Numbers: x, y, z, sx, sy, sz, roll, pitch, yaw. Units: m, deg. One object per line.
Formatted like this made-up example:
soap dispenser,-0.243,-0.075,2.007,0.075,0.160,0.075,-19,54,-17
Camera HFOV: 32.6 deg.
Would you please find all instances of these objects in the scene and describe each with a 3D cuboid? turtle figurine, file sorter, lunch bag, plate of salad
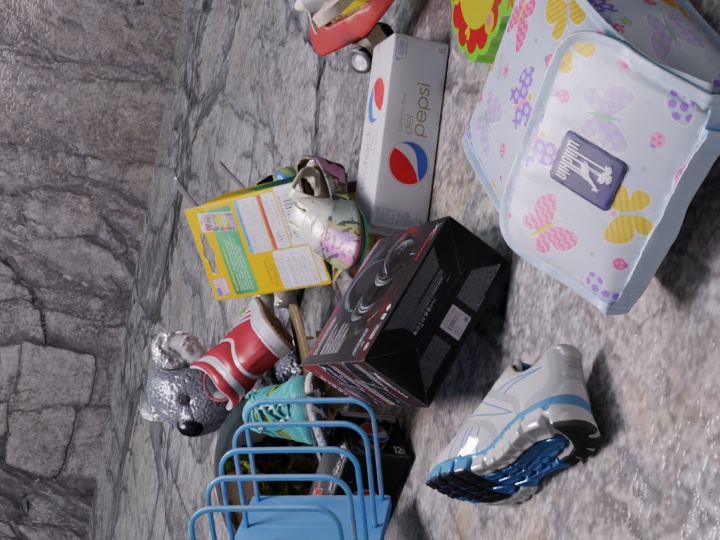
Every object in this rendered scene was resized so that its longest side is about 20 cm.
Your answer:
turtle figurine,-0.145,-0.045,1.631,0.144,0.197,0.197,-118,28,-74
file sorter,-0.057,0.209,1.079,0.200,0.137,0.124,-67,-27,-67
lunch bag,0.159,-0.096,0.816,0.201,0.126,0.171,-112,33,-45
plate of salad,-0.088,0.235,1.347,0.048,0.200,0.202,-20,56,30

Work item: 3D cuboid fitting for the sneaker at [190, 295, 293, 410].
sneaker,-0.136,0.095,1.423,0.112,0.071,0.200,-43,5,-1

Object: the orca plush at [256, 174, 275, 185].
orca plush,-0.127,-0.089,1.804,0.105,0.071,0.200,-40,0,-32

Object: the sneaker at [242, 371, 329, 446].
sneaker,-0.076,0.146,1.245,0.200,0.079,0.079,140,124,-74

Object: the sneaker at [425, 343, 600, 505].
sneaker,0.117,0.118,0.943,0.200,0.074,0.088,-43,34,50

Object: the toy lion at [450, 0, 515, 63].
toy lion,0.130,-0.277,1.096,0.200,0.068,0.194,-124,39,-64

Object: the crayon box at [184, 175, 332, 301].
crayon box,-0.113,-0.040,1.496,0.198,0.051,0.127,-9,104,39

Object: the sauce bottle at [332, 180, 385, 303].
sauce bottle,0.000,0.000,1.336,0.066,0.065,0.202,124,151,-52

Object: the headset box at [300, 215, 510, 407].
headset box,0.033,0.042,1.120,0.150,0.077,0.200,-58,14,-14

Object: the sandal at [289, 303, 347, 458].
sandal,-0.023,0.132,1.358,0.078,0.069,0.214,-156,53,-78

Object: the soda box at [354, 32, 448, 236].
soda box,0.040,-0.138,1.283,0.068,0.063,0.203,173,106,-71

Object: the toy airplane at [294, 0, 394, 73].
toy airplane,0.008,-0.326,1.316,0.200,0.141,0.200,-51,3,1

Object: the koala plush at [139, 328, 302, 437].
koala plush,-0.174,0.157,1.525,0.178,0.197,0.185,104,178,-45

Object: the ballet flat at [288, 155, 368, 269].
ballet flat,-0.041,-0.064,1.273,0.070,0.070,0.201,-63,19,23

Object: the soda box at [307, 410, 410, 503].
soda box,-0.014,0.241,1.254,0.064,0.070,0.202,-110,34,-54
